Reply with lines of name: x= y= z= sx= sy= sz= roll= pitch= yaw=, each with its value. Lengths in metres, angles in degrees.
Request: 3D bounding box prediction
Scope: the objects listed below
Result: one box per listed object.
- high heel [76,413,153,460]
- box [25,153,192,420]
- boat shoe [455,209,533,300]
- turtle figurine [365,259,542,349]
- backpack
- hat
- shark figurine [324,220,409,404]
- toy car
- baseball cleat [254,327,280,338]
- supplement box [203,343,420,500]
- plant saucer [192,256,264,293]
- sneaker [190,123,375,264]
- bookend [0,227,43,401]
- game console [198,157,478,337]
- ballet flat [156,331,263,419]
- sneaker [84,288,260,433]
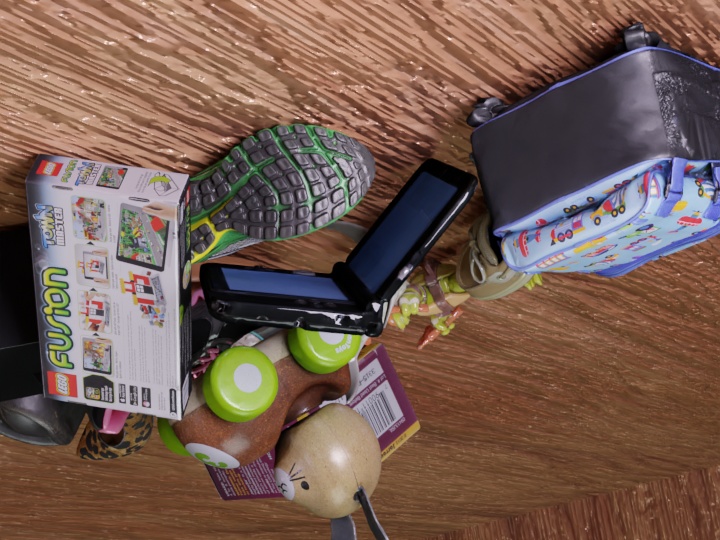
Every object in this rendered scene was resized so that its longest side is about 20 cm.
high heel: x=-0.264 y=0.140 z=1.749 sx=0.199 sy=0.072 sz=0.142 roll=-37 pitch=156 yaw=29
box: x=-0.176 y=0.015 z=1.218 sx=0.109 sy=0.035 sz=0.202 roll=9 pitch=129 yaw=5
boat shoe: x=0.125 y=-0.037 z=1.412 sx=0.062 sy=0.074 sz=0.200 roll=6 pitch=155 yaw=-26
turtle figurine: x=0.084 y=0.018 z=1.577 sx=0.160 sy=0.065 sz=0.200 roll=-21 pitch=166 yaw=15
backpack: x=0.201 y=-0.075 z=1.216 sx=0.182 sy=0.136 sz=0.199 roll=-23 pitch=162 yaw=41
hat: x=-0.295 y=0.115 z=1.569 sx=0.198 sy=0.082 sz=0.201 roll=4 pitch=160 yaw=1
shark figurine: x=0.000 y=0.003 z=1.436 sx=0.089 sy=0.129 sz=0.215 roll=29 pitch=136 yaw=3
toy car: x=-0.047 y=0.150 z=1.355 sx=0.157 sy=0.201 sz=0.164 roll=-28 pitch=176 yaw=-27
baseball cleat: x=-0.046 y=0.058 z=1.658 sx=0.199 sy=0.071 sz=0.106 roll=-18 pitch=176 yaw=39
supplement box: x=-0.060 y=0.155 z=1.737 sx=0.199 sy=0.104 sz=0.131 roll=-12 pitch=-161 yaw=46
plant saucer: x=-0.164 y=0.026 z=1.511 sx=0.198 sy=0.033 sz=0.200 roll=-10 pitch=164 yaw=-3
sneaker: x=-0.081 y=-0.055 z=1.244 sx=0.198 sy=0.079 sz=0.085 roll=-15 pitch=-179 yaw=17
bookend: x=-0.271 y=0.040 z=1.384 sx=0.197 sy=0.093 sz=0.199 roll=-11 pitch=165 yaw=-3
game console: x=-0.022 y=-0.026 z=1.228 sx=0.174 sy=0.118 sz=0.200 roll=6 pitch=-174 yaw=-8
ballet flat: x=-0.153 y=0.123 z=1.650 sx=0.075 sy=0.064 sz=0.200 roll=33 pitch=137 yaw=-9
sneaker: x=-0.155 y=0.080 z=1.459 sx=0.198 sy=0.096 sz=0.079 roll=-23 pitch=159 yaw=14
